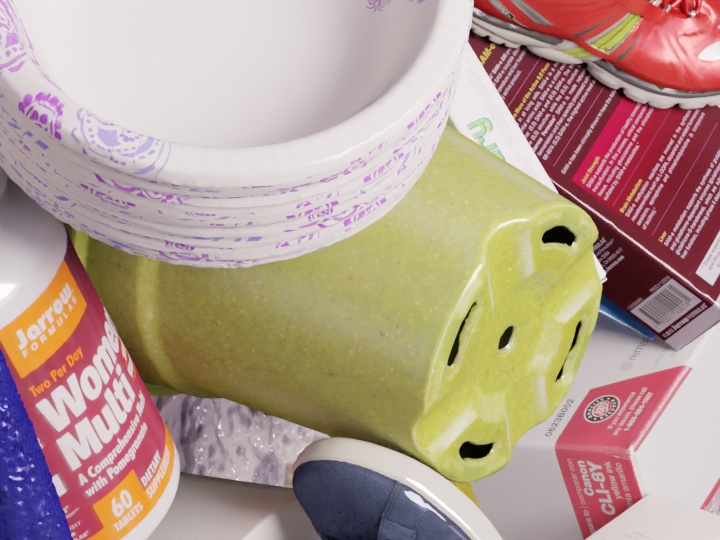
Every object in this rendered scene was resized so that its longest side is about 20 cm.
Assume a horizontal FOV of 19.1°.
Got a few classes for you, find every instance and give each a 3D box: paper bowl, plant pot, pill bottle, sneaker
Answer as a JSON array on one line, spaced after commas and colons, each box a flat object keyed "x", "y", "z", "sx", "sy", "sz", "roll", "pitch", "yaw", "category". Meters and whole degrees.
[{"x": -0.059, "y": -0.091, "z": 0.854, "sx": 0.201, "sy": 0.200, "sz": 0.105, "roll": -60, "pitch": 171, "yaw": -33, "category": "paper bowl"}, {"x": 0.000, "y": 0.000, "z": 0.961, "sx": 0.200, "sy": 0.184, "sz": 0.201, "roll": -35, "pitch": 138, "yaw": -38, "category": "plant pot"}, {"x": -0.160, "y": 0.031, "z": 0.897, "sx": 0.110, "sy": 0.109, "sz": 0.201, "roll": -54, "pitch": 134, "yaw": -38, "category": "pill bottle"}, {"x": 0.032, "y": 0.162, "z": 0.911, "sx": 0.200, "sy": 0.075, "sz": 0.085, "roll": 49, "pitch": 52, "yaw": -13, "category": "sneaker"}, {"x": 0.137, "y": -0.140, "z": 1.094, "sx": 0.199, "sy": 0.085, "sz": 0.077, "roll": 11, "pitch": 66, "yaw": -16, "category": "sneaker"}]

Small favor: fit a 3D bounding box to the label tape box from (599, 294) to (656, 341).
[{"x": 0.089, "y": -0.057, "z": 1.199, "sx": 0.199, "sy": 0.063, "sz": 0.145, "roll": 31, "pitch": 62, "yaw": -11, "category": "label tape box"}]

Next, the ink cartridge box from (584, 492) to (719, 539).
[{"x": 0.109, "y": 0.212, "z": 1.051, "sx": 0.199, "sy": 0.067, "sz": 0.117, "roll": -30, "pitch": 118, "yaw": -28, "category": "ink cartridge box"}]

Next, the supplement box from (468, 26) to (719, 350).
[{"x": 0.126, "y": -0.063, "z": 1.141, "sx": 0.200, "sy": 0.061, "sz": 0.109, "roll": 37, "pitch": 60, "yaw": -4, "category": "supplement box"}]

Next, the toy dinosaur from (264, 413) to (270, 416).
[{"x": -0.036, "y": 0.026, "z": 1.126, "sx": 0.199, "sy": 0.060, "sz": 0.107, "roll": -4, "pitch": 98, "yaw": -32, "category": "toy dinosaur"}]

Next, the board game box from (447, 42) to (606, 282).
[{"x": 0.035, "y": -0.056, "z": 1.065, "sx": 0.035, "sy": 0.126, "sz": 0.201, "roll": -27, "pitch": 82, "yaw": -27, "category": "board game box"}]

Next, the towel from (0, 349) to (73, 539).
[{"x": -0.181, "y": 0.123, "z": 0.861, "sx": 0.050, "sy": 0.147, "sz": 0.201, "roll": -84, "pitch": 160, "yaw": -63, "category": "towel"}]

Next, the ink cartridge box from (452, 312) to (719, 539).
[{"x": 0.105, "y": 0.084, "z": 1.208, "sx": 0.145, "sy": 0.199, "sz": 0.084, "roll": -49, "pitch": 128, "yaw": -41, "category": "ink cartridge box"}]

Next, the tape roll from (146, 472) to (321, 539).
[{"x": -0.079, "y": 0.197, "z": 1.004, "sx": 0.202, "sy": 0.139, "sz": 0.204, "roll": -6, "pitch": 98, "yaw": -54, "category": "tape roll"}]
